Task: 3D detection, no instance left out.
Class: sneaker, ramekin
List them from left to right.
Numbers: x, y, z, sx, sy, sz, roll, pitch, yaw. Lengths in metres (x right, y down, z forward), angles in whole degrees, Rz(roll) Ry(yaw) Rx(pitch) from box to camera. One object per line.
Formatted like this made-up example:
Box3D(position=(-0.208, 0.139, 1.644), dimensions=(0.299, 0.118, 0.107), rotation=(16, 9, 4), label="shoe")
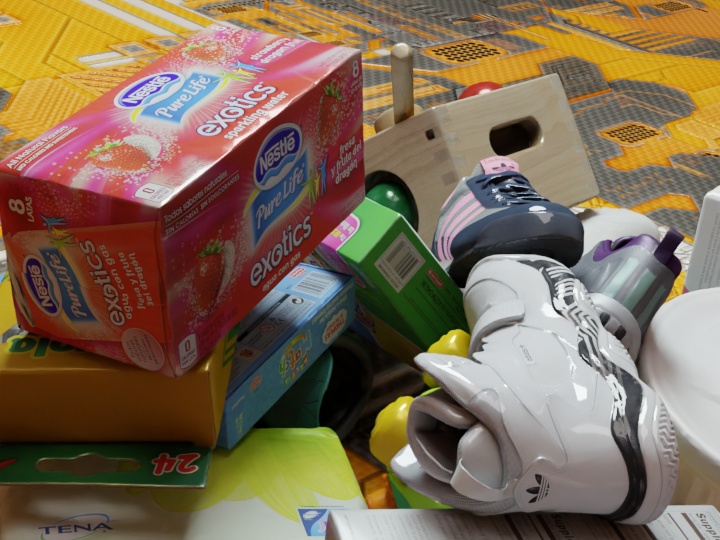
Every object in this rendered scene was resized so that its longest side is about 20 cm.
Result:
Box3D(position=(-0.070, 0.073, 0.892), dimensions=(0.198, 0.085, 0.120), rotation=(-10, 21, -35), label="sneaker")
Box3D(position=(0.065, 0.051, 0.711), dimensions=(0.114, 0.076, 0.200), rotation=(1, 29, -21), label="sneaker")
Box3D(position=(0.085, -0.035, 0.886), dimensions=(0.069, 0.083, 0.200), rotation=(8, -8, -13), label="sneaker")
Box3D(position=(0.155, 0.007, 1.078), dimensions=(0.198, 0.077, 0.080), rotation=(-20, 16, -25), label="sneaker")
Box3D(position=(0.143, 0.024, 0.890), dimensions=(0.074, 0.088, 0.200), rotation=(42, -12, -6), label="sneaker")
Box3D(position=(0.246, 0.107, 0.855), dimensions=(0.200, 0.095, 0.203), rotation=(10, 34, -7), label="ramekin")

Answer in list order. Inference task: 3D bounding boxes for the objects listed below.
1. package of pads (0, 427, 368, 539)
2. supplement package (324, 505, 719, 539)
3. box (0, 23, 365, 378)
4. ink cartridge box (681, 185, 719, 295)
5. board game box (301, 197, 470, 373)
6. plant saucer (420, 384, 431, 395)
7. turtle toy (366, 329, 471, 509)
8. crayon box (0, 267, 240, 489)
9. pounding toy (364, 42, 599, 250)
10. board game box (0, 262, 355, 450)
Box3D(position=(-0.090, 0.145, 0.742), dimensions=(0.198, 0.069, 0.155), rotation=(0, 26, -17), label="package of pads")
Box3D(position=(0.084, 0.184, 0.656), dimensions=(0.198, 0.115, 0.110), rotation=(2, 25, -15), label="supplement package")
Box3D(position=(-0.084, -0.044, 0.739), dimensions=(0.099, 0.096, 0.200), rotation=(14, 35, 24), label="box")
Box3D(position=(0.331, 0.032, 1.006), dimensions=(0.198, 0.147, 0.085), rotation=(21, 26, 27), label="ink cartridge box")
Box3D(position=(0.000, 0.000, 0.959), dimensions=(0.040, 0.153, 0.199), rotation=(-47, 35, -10), label="board game box")
Box3D(position=(0.139, 0.092, 0.969), dimensions=(0.198, 0.028, 0.201), rotation=(7, 25, -3), label="plant saucer")
Box3D(position=(0.077, 0.114, 0.806), dimensions=(0.145, 0.101, 0.200), rotation=(36, 35, 5), label="turtle toy")
Box3D(position=(-0.129, 0.033, 0.757), dimensions=(0.125, 0.051, 0.201), rotation=(0, 32, 2), label="crayon box")
Box3D(position=(0.056, -0.085, 1.084), dimensions=(0.199, 0.144, 0.183), rotation=(-20, -1, -44), label="pounding toy")
Box3D(position=(-0.124, 0.029, 0.852), dimensions=(0.198, 0.037, 0.151), rotation=(14, 33, 24), label="board game box")
